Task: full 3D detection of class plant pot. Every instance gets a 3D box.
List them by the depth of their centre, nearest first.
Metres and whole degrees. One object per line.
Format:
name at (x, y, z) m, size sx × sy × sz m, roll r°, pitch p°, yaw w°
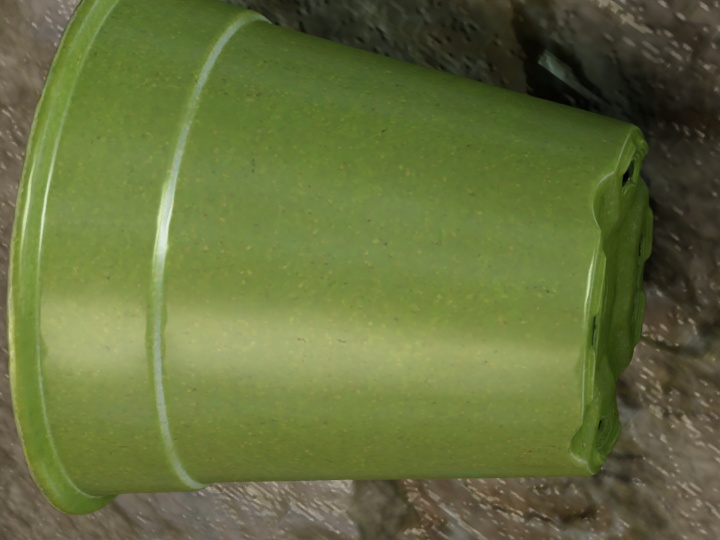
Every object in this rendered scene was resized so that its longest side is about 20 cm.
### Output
plant pot at (0.000, 0.000, 0.944) m, size 0.189 × 0.200 × 0.201 m, roll 8°, pitch 134°, yaw 14°
